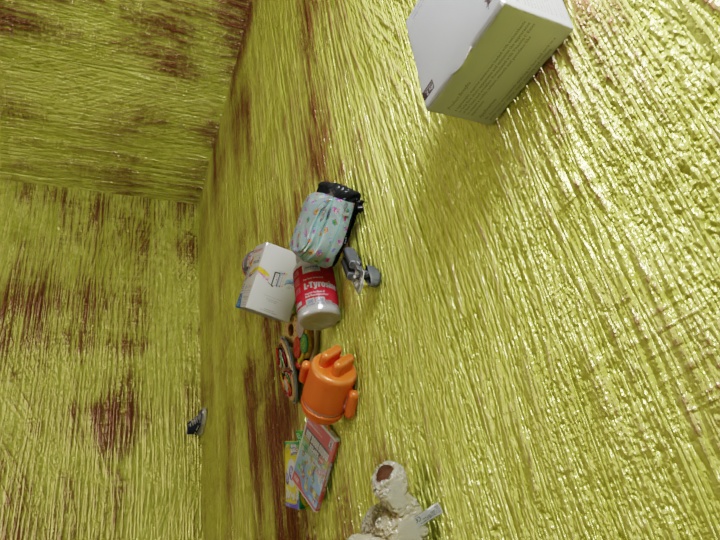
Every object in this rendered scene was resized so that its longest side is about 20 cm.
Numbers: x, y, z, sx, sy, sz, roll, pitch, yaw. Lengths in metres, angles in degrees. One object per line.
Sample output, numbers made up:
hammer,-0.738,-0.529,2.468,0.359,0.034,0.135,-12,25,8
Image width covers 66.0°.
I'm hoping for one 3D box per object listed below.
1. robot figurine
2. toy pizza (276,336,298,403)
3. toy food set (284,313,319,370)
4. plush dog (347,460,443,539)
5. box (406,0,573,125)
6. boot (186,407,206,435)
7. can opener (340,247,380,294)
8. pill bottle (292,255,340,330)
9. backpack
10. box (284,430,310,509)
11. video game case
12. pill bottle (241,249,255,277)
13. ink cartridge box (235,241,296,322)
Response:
robot figurine,-0.077,0.276,1.305,0.117,0.140,0.204,-97,22,-63
toy pizza,-0.226,0.301,1.668,0.200,0.031,0.205,170,90,-73
toy food set,-0.168,0.186,1.601,0.199,0.048,0.203,120,146,-43
plush dog,0.056,0.464,0.996,0.203,0.158,0.172,-64,3,-20
box,0.181,-0.369,0.834,0.199,0.128,0.204,132,136,-52
boot,-0.904,0.836,3.053,0.073,0.088,0.203,-119,41,-50
can opener,0.000,0.000,1.273,0.200,0.065,0.055,-115,35,-69
pill bottle,-0.118,0.042,1.439,0.113,0.110,0.204,128,139,-49
backpack,-0.088,-0.112,1.358,0.204,0.124,0.167,-69,20,2
box,-0.174,0.554,1.552,0.117,0.047,0.205,148,125,-59
video game case,-0.118,0.486,1.422,0.142,0.017,0.205,30,108,52
pill bottle,-0.339,-0.022,1.932,0.199,0.113,0.119,170,103,-65
ink cartridge box,-0.271,0.037,1.687,0.147,0.142,0.204,-7,64,65
